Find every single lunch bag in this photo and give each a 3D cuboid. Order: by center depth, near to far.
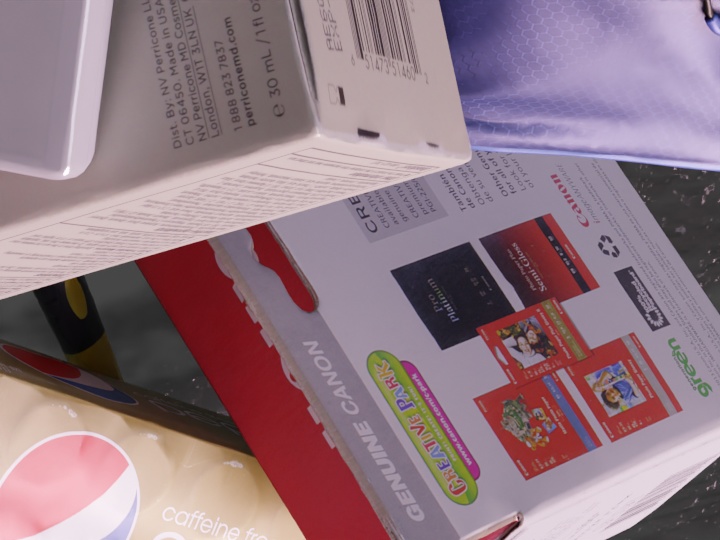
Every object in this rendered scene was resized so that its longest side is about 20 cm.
[{"bbox_3d":[0.067,-0.128,0.782,0.135,0.200,0.133,3,130,-16],"label":"lunch bag"}]

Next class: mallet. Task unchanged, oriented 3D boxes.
[{"bbox_3d":[-0.079,0.022,0.905,0.066,0.041,0.201,-36,127,-33],"label":"mallet"}]

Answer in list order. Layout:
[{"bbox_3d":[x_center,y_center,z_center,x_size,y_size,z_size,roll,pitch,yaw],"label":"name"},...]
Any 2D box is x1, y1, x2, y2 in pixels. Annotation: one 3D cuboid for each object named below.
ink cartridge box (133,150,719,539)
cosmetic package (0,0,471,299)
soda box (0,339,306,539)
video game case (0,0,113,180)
[{"bbox_3d":[0.000,0.000,0.856,0.175,0.200,0.084,-18,160,-46],"label":"ink cartridge box"},{"bbox_3d":[-0.085,-0.037,0.714,0.103,0.199,0.073,4,72,-68],"label":"cosmetic package"},{"bbox_3d":[-0.076,0.070,0.860,0.200,0.064,0.068,21,93,-38],"label":"soda box"},{"bbox_3d":[-0.146,-0.126,0.632,0.024,0.199,0.183,-50,150,-73],"label":"video game case"}]
